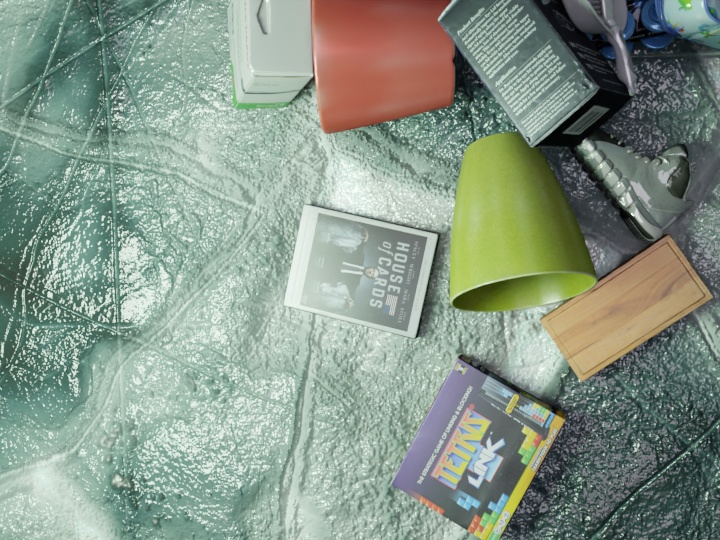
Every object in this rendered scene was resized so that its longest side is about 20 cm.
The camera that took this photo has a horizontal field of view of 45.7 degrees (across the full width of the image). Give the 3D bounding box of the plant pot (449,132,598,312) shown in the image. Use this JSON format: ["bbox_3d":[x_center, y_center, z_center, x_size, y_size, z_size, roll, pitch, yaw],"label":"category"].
[{"bbox_3d":[0.194,-0.066,1.099,0.185,0.187,0.202,-10,74,12],"label":"plant pot"}]

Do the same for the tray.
[{"bbox_3d":[0.347,0.050,1.126,0.199,0.037,0.099,-35,84,10],"label":"tray"}]

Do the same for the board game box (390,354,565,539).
[{"bbox_3d":[0.159,0.242,1.160,0.164,0.057,0.201,28,97,9],"label":"board game box"}]

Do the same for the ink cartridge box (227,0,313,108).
[{"bbox_3d":[-0.122,-0.304,1.128,0.083,0.200,0.147,-3,91,-15],"label":"ink cartridge box"}]

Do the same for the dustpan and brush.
[{"bbox_3d":[0.288,-0.303,1.009,0.057,0.139,0.202,-4,97,41],"label":"dustpan and brush"}]

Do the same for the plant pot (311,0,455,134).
[{"bbox_3d":[0.032,-0.284,1.118,0.176,0.200,0.202,-2,91,2],"label":"plant pot"}]

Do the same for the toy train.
[{"bbox_3d":[0.324,-0.338,1.101,0.198,0.087,0.115,-10,80,14],"label":"toy train"}]

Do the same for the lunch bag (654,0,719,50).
[{"bbox_3d":[0.435,-0.354,1.023,0.082,0.199,0.162,-3,90,54],"label":"lunch bag"}]

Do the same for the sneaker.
[{"bbox_3d":[0.358,-0.146,1.108,0.115,0.075,0.201,-37,93,5],"label":"sneaker"}]

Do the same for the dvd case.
[{"bbox_3d":[0.000,0.000,1.205,0.198,0.025,0.152,13,94,12],"label":"dvd case"}]

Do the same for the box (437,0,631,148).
[{"bbox_3d":[0.210,-0.254,1.020,0.104,0.148,0.201,-41,74,29],"label":"box"}]
